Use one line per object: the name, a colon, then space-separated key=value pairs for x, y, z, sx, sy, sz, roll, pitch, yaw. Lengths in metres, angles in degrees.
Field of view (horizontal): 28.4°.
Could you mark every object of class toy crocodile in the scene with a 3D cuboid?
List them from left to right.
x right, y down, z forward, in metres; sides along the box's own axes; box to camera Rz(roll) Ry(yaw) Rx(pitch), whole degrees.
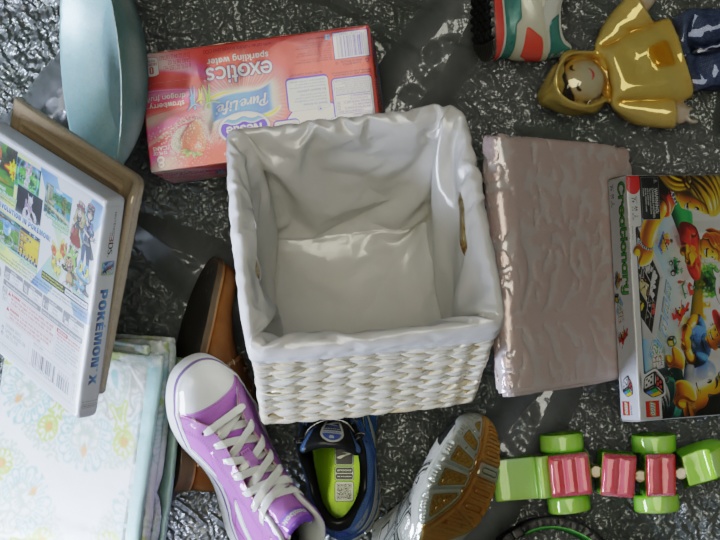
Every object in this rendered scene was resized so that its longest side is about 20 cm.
toy crocodile: x=0.209 y=0.170 z=1.198 sx=0.197 sy=0.062 sz=0.069 roll=-2 pitch=87 yaw=4

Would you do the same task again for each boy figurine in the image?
boy figurine: x=0.246 y=-0.181 z=1.212 sx=0.197 sy=0.064 sz=0.126 roll=-11 pitch=89 yaw=0

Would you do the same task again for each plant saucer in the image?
plant saucer: x=-0.210 y=-0.171 z=1.190 sx=0.038 sy=0.201 sz=0.204 roll=-7 pitch=87 yaw=-23

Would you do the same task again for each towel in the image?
towel: x=-0.236 y=0.149 z=1.215 sx=0.169 sy=0.048 sz=0.203 roll=6 pitch=86 yaw=26
towel: x=0.166 y=-0.006 z=1.162 sx=0.032 sy=0.190 sz=0.203 roll=-6 pitch=87 yaw=43

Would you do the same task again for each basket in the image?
basket: x=0.000 y=0.000 z=1.135 sx=0.197 sy=0.161 sz=0.201 roll=-7 pitch=62 yaw=-4

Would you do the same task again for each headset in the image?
headset: x=0.132 y=0.290 z=1.182 sx=0.199 sy=0.094 sz=0.124 roll=-34 pitch=85 yaw=-10

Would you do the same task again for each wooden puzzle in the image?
wooden puzzle: x=-0.244 y=-0.024 z=1.178 sx=0.199 sy=0.037 sz=0.187 roll=34 pitch=119 yaw=39

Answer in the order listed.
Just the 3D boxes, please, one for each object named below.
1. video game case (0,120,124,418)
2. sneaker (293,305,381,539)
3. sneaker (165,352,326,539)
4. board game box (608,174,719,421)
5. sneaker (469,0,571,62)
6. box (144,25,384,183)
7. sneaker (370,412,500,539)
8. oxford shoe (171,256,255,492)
video game case: x=-0.263 y=-0.006 z=1.160 sx=0.199 sy=0.022 sz=0.185 roll=30 pitch=116 yaw=42
sneaker: x=-0.016 y=0.125 z=1.200 sx=0.077 sy=0.089 sz=0.203 roll=-7 pitch=82 yaw=3
sneaker: x=-0.082 y=0.161 z=1.159 sx=0.072 sy=0.114 sz=0.202 roll=-35 pitch=116 yaw=-23
board game box: x=0.273 y=0.021 z=1.192 sx=0.124 sy=0.035 sz=0.203 roll=-2 pitch=87 yaw=-21
sneaker: x=0.148 y=-0.276 z=1.228 sx=0.092 sy=0.070 sz=0.203 roll=4 pitch=86 yaw=-14
box: x=-0.079 y=-0.138 z=1.214 sx=0.197 sy=0.095 sz=0.104 roll=-8 pitch=87 yaw=4
sneaker: x=0.048 y=0.208 z=1.195 sx=0.075 sy=0.087 sz=0.202 roll=29 pitch=81 yaw=-34
oxford shoe: x=-0.123 y=0.090 z=1.230 sx=0.070 sy=0.071 sz=0.203 roll=6 pitch=92 yaw=-22
